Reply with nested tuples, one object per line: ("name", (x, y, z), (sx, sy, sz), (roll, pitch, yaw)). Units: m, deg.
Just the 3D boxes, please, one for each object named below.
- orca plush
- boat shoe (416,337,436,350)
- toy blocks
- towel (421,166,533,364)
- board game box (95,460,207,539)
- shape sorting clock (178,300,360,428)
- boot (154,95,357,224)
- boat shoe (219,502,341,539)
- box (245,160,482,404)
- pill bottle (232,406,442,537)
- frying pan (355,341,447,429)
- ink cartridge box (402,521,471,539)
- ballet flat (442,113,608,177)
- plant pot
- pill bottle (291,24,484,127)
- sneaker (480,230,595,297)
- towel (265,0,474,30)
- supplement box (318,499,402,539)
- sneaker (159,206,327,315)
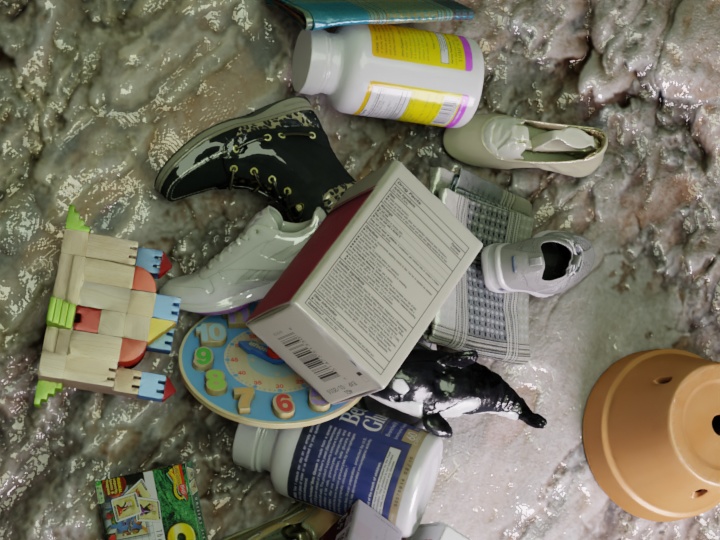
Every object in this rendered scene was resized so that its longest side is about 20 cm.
("orca plush", (0.106, 0.117, 1.632), (0.200, 0.071, 0.105), (23, 42, -14))
("boat shoe", (0.054, 0.102, 1.746), (0.071, 0.070, 0.201), (-3, 81, 21))
("toy blocks", (-0.243, 0.047, 1.609), (0.136, 0.100, 0.201), (9, 76, -7))
("towel", (0.137, -0.005, 1.766), (0.192, 0.034, 0.201), (16, 71, -48))
("board game box", (-0.199, 0.300, 1.603), (0.105, 0.023, 0.201), (-14, 83, 13))
("shape sorting clock", (-0.087, 0.091, 1.647), (0.200, 0.200, 0.039), (-10, 125, -22))
("boot", (-0.099, -0.089, 1.697), (0.203, 0.074, 0.154), (-28, 71, -27))
("boat shoe", (-0.056, 0.278, 1.661), (0.200, 0.076, 0.072), (-23, 88, -23))
("box", (0.004, 0.013, 1.578), (0.128, 0.109, 0.200), (44, 60, -13))
("pill bottle", (-0.025, 0.191, 1.643), (0.200, 0.111, 0.111), (17, 72, 12))
("frying pan", (0.013, 0.105, 1.700), (0.190, 0.031, 0.115), (39, 89, 8))
("ink cartridge box", (0.052, 0.369, 1.647), (0.084, 0.146, 0.200), (32, 71, -12))
("ballet flat", (0.196, -0.150, 1.845), (0.199, 0.069, 0.070), (4, 78, -20))
("plant pot", (0.372, 0.180, 1.809), (0.200, 0.140, 0.201), (4, 77, -20))
("pill bottle", (0.029, -0.221, 1.775), (0.200, 0.104, 0.105), (6, 78, -20))
("sneaker", (0.218, -0.005, 1.786), (0.200, 0.082, 0.075), (-13, 97, -53))
("towel", (0.007, -0.292, 1.768), (0.200, 0.147, 0.022), (-5, 113, -23))
("supplement box", (-0.047, 0.331, 1.580), (0.061, 0.200, 0.109), (37, 25, -9))
("sneaker", (-0.116, -0.013, 1.665), (0.199, 0.075, 0.100), (-14, 104, 5))
